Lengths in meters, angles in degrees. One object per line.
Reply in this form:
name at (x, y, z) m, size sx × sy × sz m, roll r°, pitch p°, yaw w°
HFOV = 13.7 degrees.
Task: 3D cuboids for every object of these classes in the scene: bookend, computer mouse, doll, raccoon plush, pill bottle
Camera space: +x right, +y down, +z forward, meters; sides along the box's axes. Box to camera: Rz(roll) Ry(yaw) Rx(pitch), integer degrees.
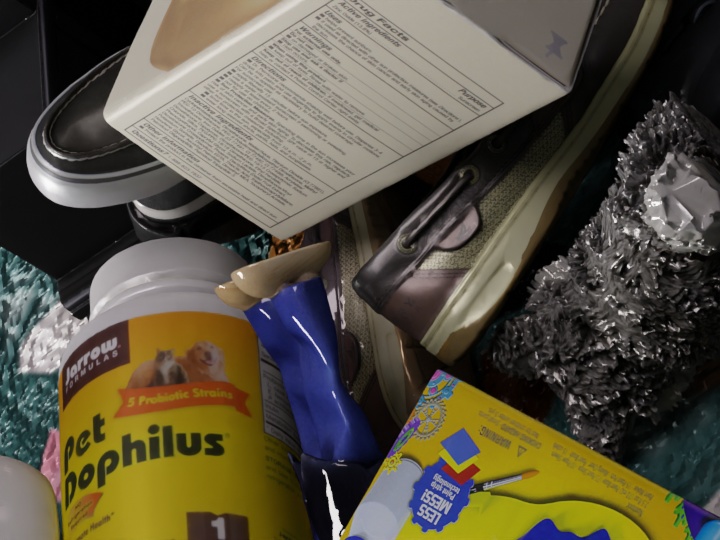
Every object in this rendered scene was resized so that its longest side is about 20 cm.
bookend at (-0.181, -0.114, 1.482) m, size 0.092 × 0.200 × 0.199 m, roll -32°, pitch 45°, yaw 27°
computer mouse at (0.160, -0.131, 1.278) m, size 0.059 × 0.034 × 0.200 m, roll 10°, pitch 72°, yaw 49°
doll at (-0.005, 0.092, 1.223) m, size 0.136 × 0.048 × 0.200 m, roll 149°, pitch 103°, yaw -76°
raccoon plush at (0.094, 0.005, 1.149) m, size 0.134 × 0.200 × 0.097 m, roll -45°, pitch 67°, yaw 12°
pill bottle at (-0.077, 0.087, 1.313) m, size 0.109 × 0.109 × 0.200 m, roll -31°, pitch 46°, yaw 28°

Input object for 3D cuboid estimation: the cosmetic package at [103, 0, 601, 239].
cosmetic package at (-0.004, -0.092, 1.206) m, size 0.200 × 0.105 × 0.071 m, roll -24°, pitch 38°, yaw 49°

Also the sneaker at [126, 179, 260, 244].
sneaker at (-0.039, -0.086, 1.423) m, size 0.200 × 0.112 × 0.073 m, roll -37°, pitch 66°, yaw -24°

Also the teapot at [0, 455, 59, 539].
teapot at (-0.212, 0.169, 1.318) m, size 0.198 × 0.146 × 0.200 m, roll -102°, pitch 18°, yaw -54°

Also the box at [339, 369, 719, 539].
box at (0.076, 0.171, 1.093) m, size 0.200 × 0.122 × 0.193 m, roll 26°, pitch 85°, yaw 50°

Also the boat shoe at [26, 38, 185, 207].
boat shoe at (-0.062, -0.098, 1.326) m, size 0.200 × 0.057 × 0.069 m, roll -31°, pitch 59°, yaw -17°

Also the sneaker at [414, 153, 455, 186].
sneaker at (0.093, -0.109, 1.323) m, size 0.200 × 0.085 × 0.073 m, roll -40°, pitch -4°, yaw -1°

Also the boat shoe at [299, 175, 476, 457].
boat shoe at (0.000, 0.000, 1.325) m, size 0.065 × 0.072 × 0.200 m, roll -30°, pitch 52°, yaw 22°

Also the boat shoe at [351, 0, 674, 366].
boat shoe at (0.064, -0.059, 1.239) m, size 0.201 × 0.066 × 0.072 m, roll -60°, pitch 5°, yaw -16°

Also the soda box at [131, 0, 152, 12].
soda box at (-0.110, -0.179, 1.453) m, size 0.071 × 0.200 × 0.063 m, roll 5°, pitch 67°, yaw 47°
